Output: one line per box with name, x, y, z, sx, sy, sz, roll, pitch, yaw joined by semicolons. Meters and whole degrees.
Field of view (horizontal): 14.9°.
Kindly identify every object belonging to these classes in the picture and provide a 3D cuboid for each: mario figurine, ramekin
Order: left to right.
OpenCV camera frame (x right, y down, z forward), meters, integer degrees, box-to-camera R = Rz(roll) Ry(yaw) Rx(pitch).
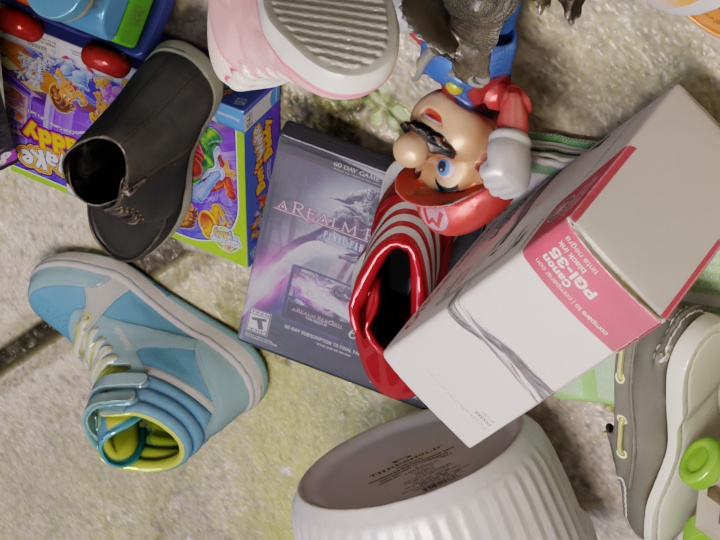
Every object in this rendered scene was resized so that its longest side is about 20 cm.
ramekin;0.049;0.166;1.815;0.200;0.200;0.105;-4;111;41
mario figurine;0.051;-0.112;1.608;0.106;0.124;0.200;3;115;0

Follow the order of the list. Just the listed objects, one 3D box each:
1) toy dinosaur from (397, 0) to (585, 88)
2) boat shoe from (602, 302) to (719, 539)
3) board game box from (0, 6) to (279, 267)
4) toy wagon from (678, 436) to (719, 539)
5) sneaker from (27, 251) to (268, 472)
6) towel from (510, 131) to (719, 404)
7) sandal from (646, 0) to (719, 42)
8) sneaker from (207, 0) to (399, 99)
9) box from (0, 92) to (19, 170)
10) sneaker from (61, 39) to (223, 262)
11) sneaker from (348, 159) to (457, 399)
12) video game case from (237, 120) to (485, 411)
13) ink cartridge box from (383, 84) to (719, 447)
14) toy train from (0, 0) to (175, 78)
toy dinosaur;0.072;-0.188;1.493;0.102;0.077;0.200;15;108;27
boat shoe;0.185;0.092;1.700;0.060;0.072;0.202;32;142;27
board game box;-0.148;-0.098;1.857;0.200;0.045;0.135;22;135;23
toy wagon;0.264;0.145;1.686;0.155;0.040;0.200;35;137;-28
sneaker;-0.179;0.069;1.960;0.200;0.131;0.080;25;138;21
towel;0.163;0.010;1.708;0.149;0.031;0.200;11;130;33
sandal;0.156;-0.196;1.515;0.207;0.059;0.079;52;139;-10
sneaker;-0.035;-0.133;1.577;0.200;0.075;0.105;-127;28;-45
box;-0.274;-0.156;1.816;0.200;0.036;0.143;96;149;-75
sneaker;-0.160;-0.056;1.784;0.075;0.106;0.200;35;141;10
sneaker;0.015;0.032;1.744;0.078;0.116;0.200;14;134;13
video game case;0.000;0.000;1.819;0.143;0.019;0.200;20;137;6
ink cartridge box;0.122;0.000;1.601;0.083;0.147;0.200;46;140;-6
toy train;-0.228;-0.197;1.767;0.200;0.116;0.085;23;93;22
